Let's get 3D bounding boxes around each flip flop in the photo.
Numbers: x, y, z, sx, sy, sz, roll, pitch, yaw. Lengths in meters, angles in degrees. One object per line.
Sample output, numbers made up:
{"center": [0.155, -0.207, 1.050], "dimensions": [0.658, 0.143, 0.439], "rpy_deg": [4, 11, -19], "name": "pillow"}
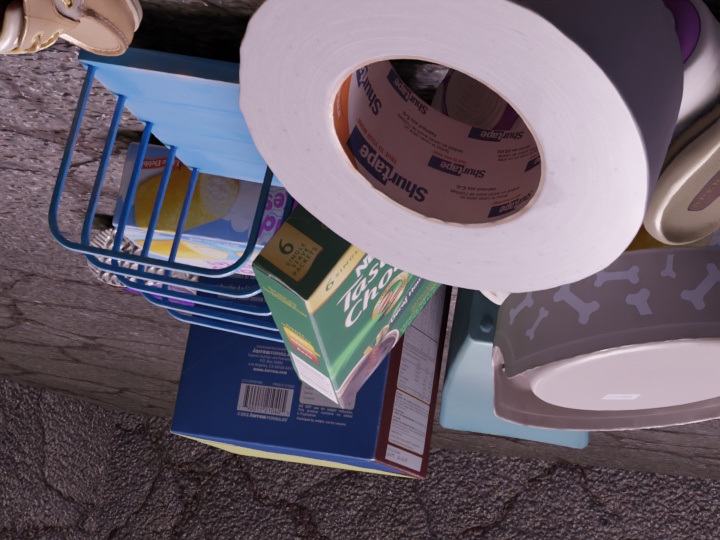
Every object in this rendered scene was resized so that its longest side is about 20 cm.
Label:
{"center": [0.199, -0.068, 0.621], "dimensions": [0.080, 0.058, 0.201], "rpy_deg": [5, 141, -29], "name": "flip flop"}

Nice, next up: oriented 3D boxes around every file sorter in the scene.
{"center": [-0.089, -0.039, 0.850], "dimensions": [0.137, 0.125, 0.200], "rpy_deg": [11, 169, 15], "name": "file sorter"}

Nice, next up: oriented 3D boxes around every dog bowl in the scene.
{"center": [0.169, 0.044, 0.805], "dimensions": [0.197, 0.060, 0.200], "rpy_deg": [-2, 160, -1], "name": "dog bowl"}

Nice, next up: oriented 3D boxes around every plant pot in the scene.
{"center": [0.144, 0.053, 1.187], "dimensions": [0.139, 0.143, 0.200], "rpy_deg": [8, 160, 8], "name": "plant pot"}

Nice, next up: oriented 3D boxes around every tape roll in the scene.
{"center": [0.044, -0.079, 0.627], "dimensions": [0.197, 0.067, 0.202], "rpy_deg": [17, 145, 12], "name": "tape roll"}

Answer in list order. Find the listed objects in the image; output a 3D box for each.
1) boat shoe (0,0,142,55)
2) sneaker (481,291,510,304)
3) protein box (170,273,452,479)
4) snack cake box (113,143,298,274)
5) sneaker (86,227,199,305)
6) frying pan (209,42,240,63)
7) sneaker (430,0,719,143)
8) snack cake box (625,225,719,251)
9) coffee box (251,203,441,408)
{"center": [-0.185, -0.144, 0.693], "dimensions": [0.073, 0.070, 0.199], "rpy_deg": [1, 167, 29], "name": "boat shoe"}
{"center": [0.094, -0.006, 0.857], "dimensions": [0.084, 0.074, 0.199], "rpy_deg": [-13, 159, 28], "name": "sneaker"}
{"center": [-0.038, 0.065, 1.207], "dimensions": [0.196, 0.203, 0.135], "rpy_deg": [4, 167, 23], "name": "protein box"}
{"center": [-0.077, -0.039, 1.056], "dimensions": [0.197, 0.068, 0.115], "rpy_deg": [8, 167, 10], "name": "snack cake box"}
{"center": [-0.172, 0.001, 1.365], "dimensions": [0.197, 0.071, 0.100], "rpy_deg": [15, 174, -6], "name": "sneaker"}
{"center": [-0.008, -0.098, 0.871], "dimensions": [0.113, 0.031, 0.190], "rpy_deg": [3, 169, 22], "name": "frying pan"}
{"center": [0.118, -0.083, 0.713], "dimensions": [0.099, 0.076, 0.199], "rpy_deg": [21, 164, -37], "name": "sneaker"}
{"center": [0.249, -0.018, 0.833], "dimensions": [0.198, 0.068, 0.114], "rpy_deg": [-17, 153, 37], "name": "snack cake box"}
{"center": [0.000, 0.000, 0.825], "dimensions": [0.044, 0.123, 0.201], "rpy_deg": [34, 163, 18], "name": "coffee box"}
